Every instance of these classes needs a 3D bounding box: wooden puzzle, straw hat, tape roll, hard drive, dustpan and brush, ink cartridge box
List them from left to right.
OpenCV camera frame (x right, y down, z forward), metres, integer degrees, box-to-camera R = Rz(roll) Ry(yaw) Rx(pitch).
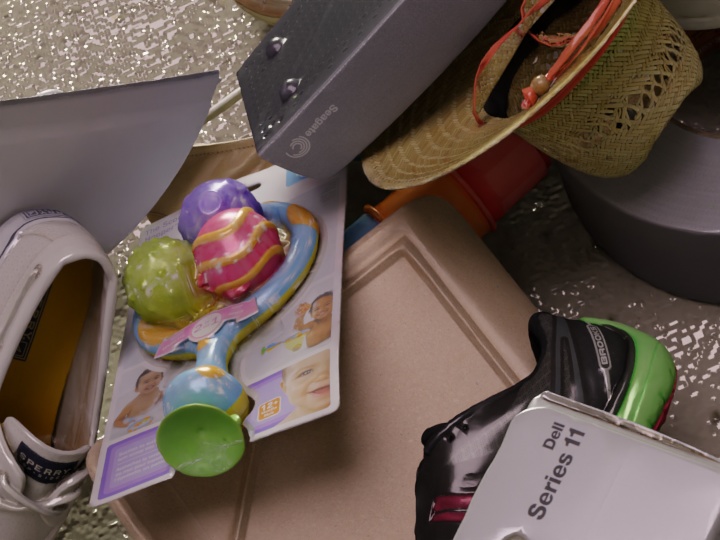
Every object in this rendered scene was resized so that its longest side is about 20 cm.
[{"bbox_3d":[-0.157,-0.022,0.965,0.139,0.201,0.057,-13,48,-41],"label":"dustpan and brush"},{"bbox_3d":[0.011,0.093,0.876,0.199,0.037,0.185,-36,75,-9],"label":"wooden puzzle"},{"bbox_3d":[0.026,-0.133,0.899,0.200,0.042,0.135,-48,21,11],"label":"hard drive"},{"bbox_3d":[0.094,-0.085,0.860,0.201,0.085,0.202,-44,22,23],"label":"straw hat"},{"bbox_3d":[0.085,0.159,0.729,0.082,0.200,0.147,18,67,28],"label":"ink cartridge box"},{"bbox_3d":[0.180,-0.085,0.931,0.198,0.066,0.202,-10,56,15],"label":"tape roll"}]

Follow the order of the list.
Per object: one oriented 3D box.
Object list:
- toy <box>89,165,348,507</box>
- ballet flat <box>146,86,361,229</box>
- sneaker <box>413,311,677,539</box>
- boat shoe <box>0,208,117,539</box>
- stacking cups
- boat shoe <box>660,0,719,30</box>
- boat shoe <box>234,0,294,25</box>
[{"bbox_3d":[-0.064,0.005,0.879,0.114,0.047,0.201,-23,35,16],"label":"toy"},{"bbox_3d":[-0.018,-0.073,0.988,0.198,0.069,0.064,-21,90,8],"label":"ballet flat"},{"bbox_3d":[0.052,0.103,0.819,0.083,0.077,0.201,27,66,17],"label":"sneaker"},{"bbox_3d":[-0.148,0.077,0.900,0.070,0.070,0.202,28,103,56],"label":"boat shoe"},{"bbox_3d":[0.000,0.000,0.942,0.200,0.061,0.060,-44,55,-7],"label":"stacking cups"},{"bbox_3d":[0.174,-0.147,0.892,0.200,0.073,0.060,9,33,37],"label":"boat shoe"},{"bbox_3d":[0.009,-0.135,1.029,0.199,0.064,0.072,19,73,47],"label":"boat shoe"}]
